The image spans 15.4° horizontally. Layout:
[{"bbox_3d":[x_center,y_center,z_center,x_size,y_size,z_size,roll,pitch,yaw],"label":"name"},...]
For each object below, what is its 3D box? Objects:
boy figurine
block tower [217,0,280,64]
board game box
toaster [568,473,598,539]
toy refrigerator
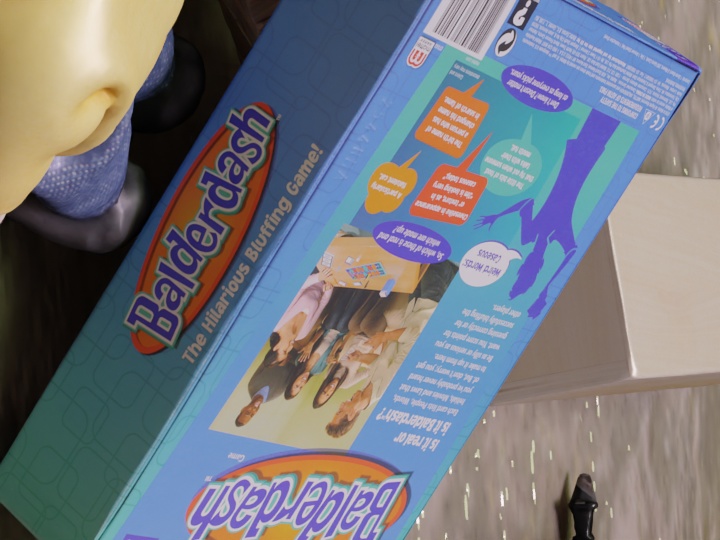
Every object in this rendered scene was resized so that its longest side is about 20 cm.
[{"bbox_3d":[-0.075,-0.065,0.645,0.200,0.064,0.125,88,23,-73],"label":"boy figurine"},{"bbox_3d":[-0.011,-0.080,0.782,0.054,0.058,0.200,59,-8,36],"label":"block tower"},{"bbox_3d":[0.000,0.000,0.770,0.201,0.045,0.152,-58,148,9],"label":"board game box"},{"bbox_3d":[0.102,0.191,0.943,0.181,0.118,0.202,-22,105,-58],"label":"toaster"},{"bbox_3d":[0.114,0.007,1.033,0.200,0.070,0.077,-1,81,-59],"label":"toy refrigerator"}]
